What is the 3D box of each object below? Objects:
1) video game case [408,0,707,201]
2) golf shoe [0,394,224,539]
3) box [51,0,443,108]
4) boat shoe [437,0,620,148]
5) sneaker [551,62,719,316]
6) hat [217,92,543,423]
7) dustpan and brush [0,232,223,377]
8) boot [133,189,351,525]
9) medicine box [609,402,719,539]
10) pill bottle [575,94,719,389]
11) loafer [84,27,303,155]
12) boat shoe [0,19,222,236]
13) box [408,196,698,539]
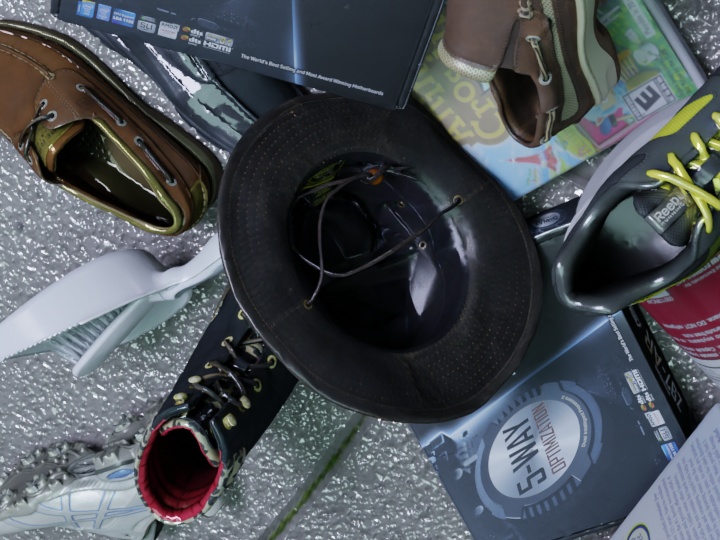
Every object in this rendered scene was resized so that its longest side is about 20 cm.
[{"bbox_3d":[0.068,-0.142,0.755,0.182,0.022,0.200,-30,103,26],"label":"video game case"},{"bbox_3d":[-0.189,0.168,0.945,0.199,0.078,0.097,-20,113,24],"label":"golf shoe"},{"bbox_3d":[-0.048,-0.183,0.683,0.199,0.044,0.161,14,129,-9],"label":"box"},{"bbox_3d":[0.073,-0.124,0.645,0.075,0.202,0.075,-46,53,-3],"label":"boat shoe"},{"bbox_3d":[0.162,-0.043,0.592,0.074,0.085,0.200,43,118,5],"label":"sneaker"},{"bbox_3d":[0.000,0.000,0.754,0.201,0.201,0.081,42,149,-6],"label":"hat"},{"bbox_3d":[-0.139,0.016,0.824,0.200,0.139,0.057,-43,75,23],"label":"dustpan and brush"},{"bbox_3d":[-0.064,0.047,0.805,0.073,0.154,0.204,27,118,2],"label":"boot"},{"bbox_3d":[0.246,0.207,0.792,0.181,0.103,0.200,21,119,-15],"label":"medicine box"},{"bbox_3d":[0.220,0.007,0.724,0.113,0.113,0.200,-37,109,27],"label":"pill bottle"},{"bbox_3d":[-0.092,-0.134,0.778,0.200,0.068,0.070,41,126,-1],"label":"loafer"},{"bbox_3d":[-0.180,-0.091,0.823,0.199,0.068,0.072,29,119,2],"label":"boat shoe"},{"bbox_3d":[0.109,0.074,0.831,0.160,0.044,0.201,-22,106,23],"label":"box"}]
